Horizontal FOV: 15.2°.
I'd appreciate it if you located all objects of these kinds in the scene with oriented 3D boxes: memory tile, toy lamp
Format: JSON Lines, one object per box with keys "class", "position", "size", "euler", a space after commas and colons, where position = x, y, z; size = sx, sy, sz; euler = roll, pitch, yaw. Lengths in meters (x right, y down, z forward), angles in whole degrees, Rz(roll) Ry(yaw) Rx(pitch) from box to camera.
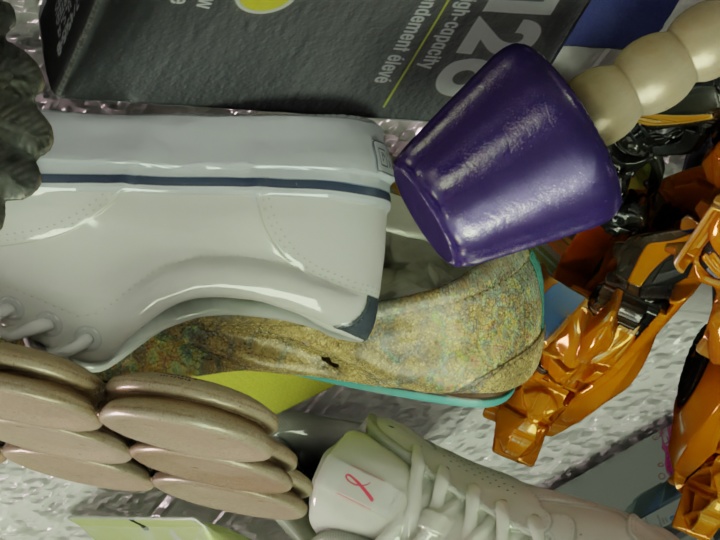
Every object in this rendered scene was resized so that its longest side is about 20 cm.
{"class": "memory tile", "position": [-0.115, 0.040, 0.807], "size": [0.199, 0.017, 0.153], "euler": [10, 166, 8]}
{"class": "toy lamp", "position": [0.101, -0.065, 0.749], "size": [0.200, 0.058, 0.058], "euler": [-30, 148, -8]}

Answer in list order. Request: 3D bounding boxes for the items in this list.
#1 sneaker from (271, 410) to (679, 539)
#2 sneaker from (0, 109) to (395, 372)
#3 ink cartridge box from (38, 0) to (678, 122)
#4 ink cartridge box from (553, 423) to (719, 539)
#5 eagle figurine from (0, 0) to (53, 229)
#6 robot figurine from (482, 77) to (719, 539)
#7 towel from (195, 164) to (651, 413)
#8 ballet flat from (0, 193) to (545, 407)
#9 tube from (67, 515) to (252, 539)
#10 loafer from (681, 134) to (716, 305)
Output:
{"class": "sneaker", "position": [0.029, 0.096, 0.925], "size": [0.200, 0.078, 0.099], "euler": [12, 162, 48]}
{"class": "sneaker", "position": [-0.089, -0.006, 0.771], "size": [0.199, 0.071, 0.073], "euler": [-2, 172, 1]}
{"class": "ink cartridge box", "position": [0.034, -0.112, 0.718], "size": [0.199, 0.047, 0.198], "euler": [3, 143, -22]}
{"class": "ink cartridge box", "position": [0.165, 0.144, 1.057], "size": [0.200, 0.146, 0.144], "euler": [-32, 143, 24]}
{"class": "eagle figurine", "position": [-0.179, -0.033, 0.665], "size": [0.199, 0.152, 0.151], "euler": [8, 177, -1]}
{"class": "robot figurine", "position": [0.118, 0.012, 0.849], "size": [0.145, 0.058, 0.200], "euler": [22, 147, -6]}
{"class": "towel", "position": [0.000, 0.000, 0.899], "size": [0.200, 0.018, 0.086], "euler": [-27, 141, 19]}
{"class": "ballet flat", "position": [-0.041, 0.001, 0.833], "size": [0.199, 0.071, 0.071], "euler": [4, 146, -1]}
{"class": "tube", "position": [-0.017, 0.139, 1.031], "size": [0.058, 0.052, 0.200], "euler": [-41, 125, 18]}
{"class": "loafer", "position": [0.148, -0.023, 0.896], "size": [0.072, 0.063, 0.200], "euler": [12, 146, 16]}
